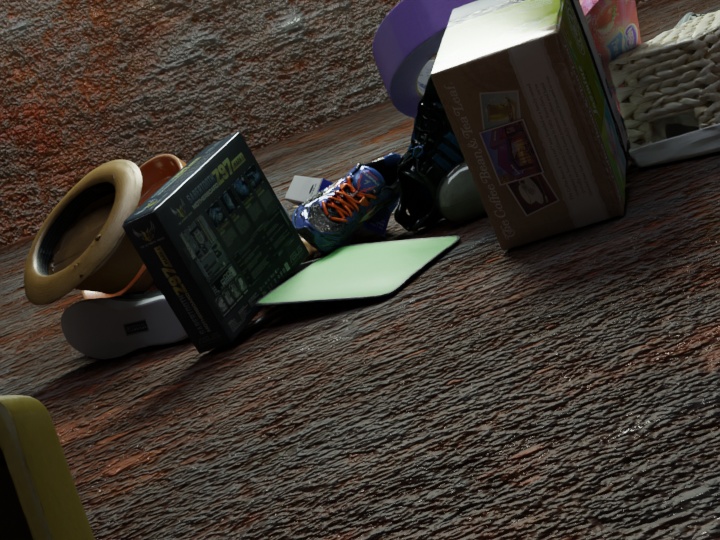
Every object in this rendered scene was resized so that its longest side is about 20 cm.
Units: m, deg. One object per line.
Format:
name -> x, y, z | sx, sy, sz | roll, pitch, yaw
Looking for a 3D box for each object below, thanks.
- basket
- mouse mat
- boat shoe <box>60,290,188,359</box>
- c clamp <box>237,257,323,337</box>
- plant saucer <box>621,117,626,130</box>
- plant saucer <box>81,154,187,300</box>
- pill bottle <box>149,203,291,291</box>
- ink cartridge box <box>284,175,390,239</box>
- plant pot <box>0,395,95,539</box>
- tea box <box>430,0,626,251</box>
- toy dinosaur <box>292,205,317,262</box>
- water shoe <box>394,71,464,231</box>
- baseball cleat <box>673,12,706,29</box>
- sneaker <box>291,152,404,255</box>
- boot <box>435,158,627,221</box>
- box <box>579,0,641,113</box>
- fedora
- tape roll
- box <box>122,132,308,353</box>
basket -> 0.380, -0.208, 1.767 | 0.135, 0.124, 0.200 | -11, 14, 46
mouse mat -> 0.000, 0.000, 1.697 | 0.160, 0.008, 0.200 | -4, 15, 29
boat shoe -> -0.247, 0.056, 1.806 | 0.199, 0.069, 0.057 | -6, 13, 35
c clamp -> -0.079, 0.017, 1.766 | 0.170, 0.027, 0.200 | -23, 11, -12
plant saucer -> 0.316, -0.216, 1.953 | 0.199, 0.036, 0.200 | 11, 32, -7
plant saucer -> -0.257, -0.041, 1.899 | 0.200, 0.032, 0.201 | -35, 39, 35
pill bottle -> -0.170, -0.028, 1.900 | 0.113, 0.114, 0.199 | -29, 8, -40
ink cartridge box -> -0.024, -0.079, 1.989 | 0.039, 0.099, 0.200 | -66, 16, 0
plant pot -> -0.206, 0.169, 0.776 | 0.193, 0.197, 0.200 | -20, 3, 1
tea box -> 0.174, -0.162, 1.619 | 0.133, 0.201, 0.197 | -16, 25, 19
toy dinosaur -> -0.068, -0.028, 1.956 | 0.199, 0.060, 0.106 | -18, 31, 47
water shoe -> 0.084, -0.132, 1.840 | 0.071, 0.201, 0.079 | 24, 38, 26
baseball cleat -> 0.465, -0.338, 2.451 | 0.106, 0.070, 0.200 | -15, 11, 28
sneaker -> -0.010, -0.085, 1.857 | 0.200, 0.075, 0.079 | -41, -11, -49
boot -> 0.185, -0.103, 1.787 | 0.199, 0.068, 0.131 | -23, 16, -4
box -> 0.242, -0.255, 1.786 | 0.102, 0.200, 0.095 | 34, 71, 33
fedora -> -0.293, -0.029, 1.827 | 0.200, 0.082, 0.201 | -34, 36, 29
tape roll -> 0.117, -0.257, 1.862 | 0.199, 0.066, 0.200 | -17, -25, -8
box -> -0.146, -0.032, 1.689 | 0.051, 0.158, 0.200 | -19, 19, 32
